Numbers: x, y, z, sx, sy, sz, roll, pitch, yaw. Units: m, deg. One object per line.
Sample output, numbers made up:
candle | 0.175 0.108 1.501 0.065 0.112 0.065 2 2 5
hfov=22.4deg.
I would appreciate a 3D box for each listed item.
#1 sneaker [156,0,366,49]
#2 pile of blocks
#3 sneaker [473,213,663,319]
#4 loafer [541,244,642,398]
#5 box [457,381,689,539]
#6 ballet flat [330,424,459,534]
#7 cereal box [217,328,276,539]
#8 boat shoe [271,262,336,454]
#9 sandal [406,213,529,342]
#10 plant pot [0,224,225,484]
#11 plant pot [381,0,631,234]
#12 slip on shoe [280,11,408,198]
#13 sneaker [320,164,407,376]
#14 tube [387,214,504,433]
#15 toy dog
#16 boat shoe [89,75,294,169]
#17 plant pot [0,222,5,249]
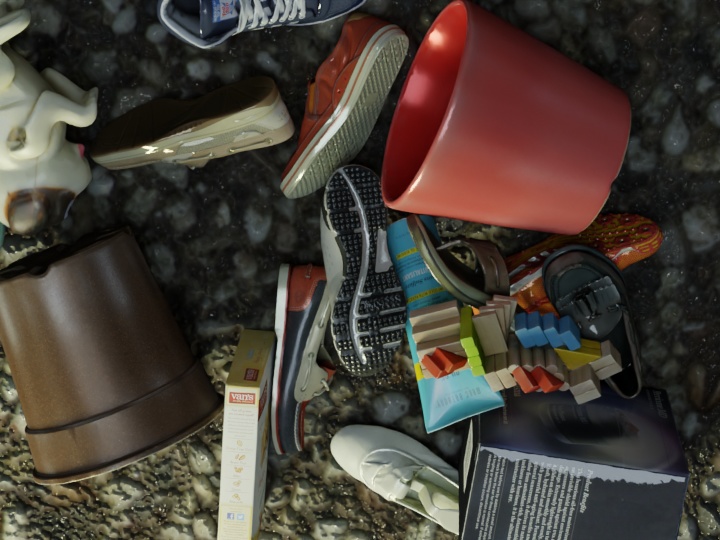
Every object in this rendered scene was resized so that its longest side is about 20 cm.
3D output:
sneaker | -0.089 -0.246 1.653 0.199 0.109 0.070 -3 110 4
pile of blocks | 0.142 0.075 1.645 0.199 0.062 0.082 6 127 -3
sneaker | 0.202 0.005 1.756 0.200 0.073 0.077 -24 121 19
loafer | 0.229 0.050 1.715 0.072 0.063 0.200 -25 140 10
box | 0.199 0.189 1.744 0.198 0.200 0.124 9 110 -1
ballet flat | 0.061 0.218 1.834 0.200 0.069 0.070 29 109 -6
cereal box | -0.112 0.175 1.788 0.039 0.144 0.201 6 111 1
boat shoe | -0.055 0.090 1.796 0.062 0.071 0.201 4 106 -1
sandal | 0.119 0.005 1.687 0.201 0.080 0.057 37 104 -22
plant pot | -0.255 0.073 1.743 0.200 0.200 0.199 -18 101 10
plant pot | 0.136 -0.125 1.649 0.177 0.201 0.201 18 110 -13
slip on shoe | -0.024 -0.154 1.712 0.061 0.074 0.200 41 118 25
sneaker | 0.000 0.000 1.733 0.073 0.080 0.201 -3 92 -11
tube | 0.072 0.048 1.724 0.077 0.050 0.201 -22 72 16
toy dog | -0.328 -0.129 1.682 0.194 0.140 0.200 -33 112 -11
boat shoe | -0.160 -0.125 1.723 0.199 0.072 0.065 -15 129 17
plant pot | -0.455 -0.025 1.711 0.200 0.196 0.201 1 109 3
